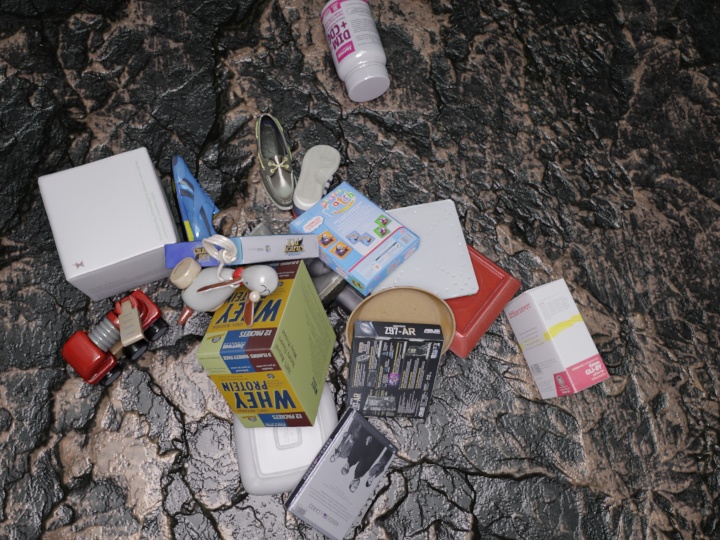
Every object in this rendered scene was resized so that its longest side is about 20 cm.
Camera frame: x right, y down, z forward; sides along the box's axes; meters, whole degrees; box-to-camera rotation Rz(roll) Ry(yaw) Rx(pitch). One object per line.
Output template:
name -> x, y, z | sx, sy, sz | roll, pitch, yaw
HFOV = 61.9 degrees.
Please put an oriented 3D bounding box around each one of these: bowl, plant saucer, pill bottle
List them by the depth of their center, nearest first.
plant saucer -> 0.071, 0.100, 1.083 | 0.196, 0.203, 0.036 | 3, 35, -6
bowl -> -0.133, 0.299, 1.097 | 0.196, 0.075, 0.203 | -8, 75, -9
plant saucer -> 0.179, 0.030, 1.149 | 0.199, 0.037, 0.200 | 37, 70, 17
pill bottle -> -0.009, -0.479, 1.297 | 0.112, 0.113, 0.203 | -15, 77, -10

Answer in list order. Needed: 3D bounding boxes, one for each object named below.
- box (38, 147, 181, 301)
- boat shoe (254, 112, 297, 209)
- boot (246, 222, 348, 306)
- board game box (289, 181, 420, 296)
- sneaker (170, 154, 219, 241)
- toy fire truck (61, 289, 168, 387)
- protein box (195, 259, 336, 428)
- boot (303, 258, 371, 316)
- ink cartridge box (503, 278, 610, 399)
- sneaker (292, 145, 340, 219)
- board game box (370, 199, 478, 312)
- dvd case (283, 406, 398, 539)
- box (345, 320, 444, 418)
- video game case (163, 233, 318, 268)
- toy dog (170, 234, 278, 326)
box -> -0.447, -0.081, 1.110 | 0.197, 0.172, 0.202 | -20, 78, -11
boat shoe -> -0.176, -0.226, 1.238 | 0.071, 0.060, 0.205 | -14, 77, -10
boot -> -0.131, -0.011, 1.152 | 0.181, 0.072, 0.201 | -40, 77, 24
board game box -> -0.012, -0.065, 1.117 | 0.199, 0.037, 0.151 | 39, 63, 22
sneaker -> -0.330, -0.138, 1.200 | 0.077, 0.066, 0.203 | -13, 77, -22
toy fire truck -> -0.429, 0.117, 1.044 | 0.129, 0.200, 0.176 | 43, 74, 7
protein box -> -0.149, 0.127, 1.023 | 0.133, 0.200, 0.202 | -6, 40, 18
boot -> -0.001, 0.001, 1.191 | 0.199, 0.066, 0.165 | 40, 87, 11
ink cartridge box -> 0.372, 0.134, 1.161 | 0.082, 0.145, 0.203 | -20, 78, -12
sneaker -> -0.096, -0.175, 1.234 | 0.074, 0.085, 0.202 | 20, 49, 2
board game box -> 0.104, -0.028, 1.144 | 0.196, 0.026, 0.203 | -10, 65, -4
dvd case -> -0.029, 0.367, 1.072 | 0.201, 0.025, 0.151 | -53, 125, -16
box -> 0.057, 0.185, 1.093 | 0.157, 0.203, 0.044 | 3, 35, -5
video game case -> -0.203, -0.035, 1.027 | 0.197, 0.180, 0.046 | -2, 94, 37
toy dog -> -0.217, 0.037, 0.903 | 0.131, 0.199, 0.098 | 32, 61, -22
